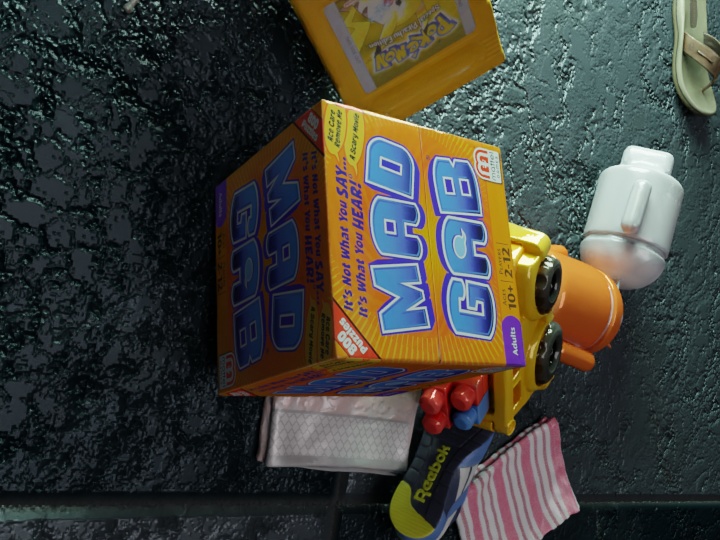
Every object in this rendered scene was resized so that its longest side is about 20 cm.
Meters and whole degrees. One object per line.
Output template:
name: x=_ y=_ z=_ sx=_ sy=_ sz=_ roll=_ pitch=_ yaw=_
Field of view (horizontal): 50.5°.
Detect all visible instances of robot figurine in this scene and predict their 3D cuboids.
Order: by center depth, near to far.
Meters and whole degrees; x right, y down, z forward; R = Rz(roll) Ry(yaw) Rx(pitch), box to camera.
robot figurine: x=0.246 y=0.038 z=0.949 sx=0.198 sy=0.144 sz=0.118 roll=18 pitch=105 yaw=-34
robot figurine: x=0.362 y=-0.062 z=1.025 sx=0.203 sy=0.111 sz=0.170 roll=-72 pitch=158 yaw=-9

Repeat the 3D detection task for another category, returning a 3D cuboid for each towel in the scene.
towel: x=-0.009 y=0.120 z=0.824 sx=0.198 sy=0.032 sz=0.194 roll=14 pitch=85 yaw=-36
towel: x=0.202 y=0.299 z=0.987 sx=0.198 sy=0.030 sz=0.149 roll=-27 pitch=107 yaw=-31

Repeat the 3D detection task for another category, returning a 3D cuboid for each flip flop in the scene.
flip flop: x=0.515 y=-0.334 z=1.149 sx=0.080 sy=0.057 sz=0.204 roll=-10 pitch=99 yaw=-34

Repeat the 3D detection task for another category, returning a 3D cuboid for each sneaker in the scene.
sneaker: x=0.096 y=0.233 z=0.883 sx=0.200 sy=0.073 sz=0.083 roll=-49 pitch=146 yaw=-33

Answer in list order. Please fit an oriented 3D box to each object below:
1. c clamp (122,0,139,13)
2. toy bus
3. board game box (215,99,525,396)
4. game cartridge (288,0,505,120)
c clamp: x=-0.210 y=-0.357 z=0.651 sx=0.200 sy=0.027 sz=0.172 roll=49 pitch=67 yaw=-28
toy bus: x=0.121 y=0.074 z=0.806 sx=0.192 sy=0.134 sz=0.203 roll=-42 pitch=134 yaw=-45
board game box: x=0.000 y=0.000 z=0.690 sx=0.197 sy=0.199 sz=0.203 roll=7 pitch=71 yaw=-34
game cartridge: x=0.042 y=-0.237 z=0.742 sx=0.175 sy=0.033 sz=0.201 roll=-29 pitch=141 yaw=5
